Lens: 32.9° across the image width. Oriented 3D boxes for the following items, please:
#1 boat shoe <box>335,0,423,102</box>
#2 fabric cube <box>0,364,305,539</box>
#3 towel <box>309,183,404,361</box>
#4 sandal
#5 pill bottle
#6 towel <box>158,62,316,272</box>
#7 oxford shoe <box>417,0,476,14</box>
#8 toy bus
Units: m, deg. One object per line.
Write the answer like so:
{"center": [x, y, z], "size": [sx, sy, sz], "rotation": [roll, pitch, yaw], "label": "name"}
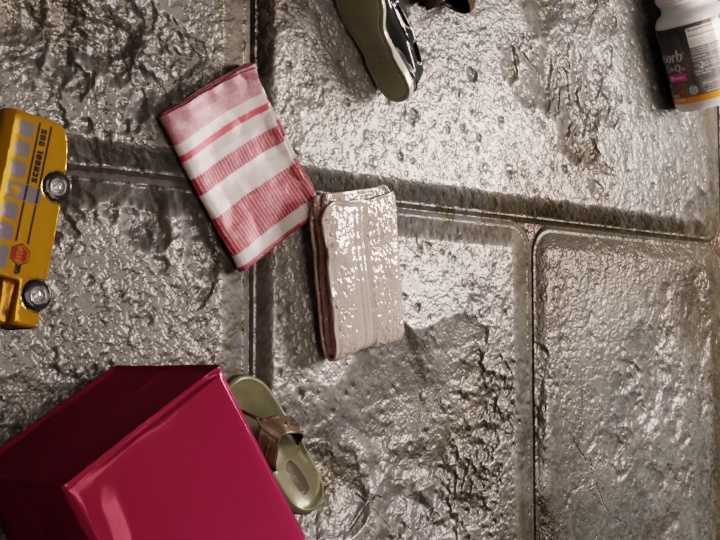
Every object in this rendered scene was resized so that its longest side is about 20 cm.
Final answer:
{"center": [0.030, -0.311, 1.510], "size": [0.066, 0.074, 0.200], "rotation": [-44, 116, -38], "label": "boat shoe"}
{"center": [-0.211, 0.223, 1.167], "size": [0.196, 0.200, 0.200], "rotation": [-36, 111, -37], "label": "fabric cube"}
{"center": [0.000, 0.000, 1.474], "size": [0.132, 0.034, 0.200], "rotation": [-13, 101, -45], "label": "towel"}
{"center": [-0.091, 0.193, 1.373], "size": [0.201, 0.057, 0.080], "rotation": [55, 55, -25], "label": "sandal"}
{"center": [0.537, -0.363, 1.948], "size": [0.116, 0.116, 0.200], "rotation": [-27, 104, -40], "label": "pill bottle"}
{"center": [-0.131, -0.119, 1.384], "size": [0.144, 0.023, 0.200], "rotation": [-40, 113, -36], "label": "towel"}
{"center": [0.087, -0.384, 1.568], "size": [0.200, 0.073, 0.085], "rotation": [15, 79, -41], "label": "oxford shoe"}
{"center": [-0.332, -0.047, 1.165], "size": [0.078, 0.065, 0.200], "rotation": [17, 75, -40], "label": "toy bus"}
